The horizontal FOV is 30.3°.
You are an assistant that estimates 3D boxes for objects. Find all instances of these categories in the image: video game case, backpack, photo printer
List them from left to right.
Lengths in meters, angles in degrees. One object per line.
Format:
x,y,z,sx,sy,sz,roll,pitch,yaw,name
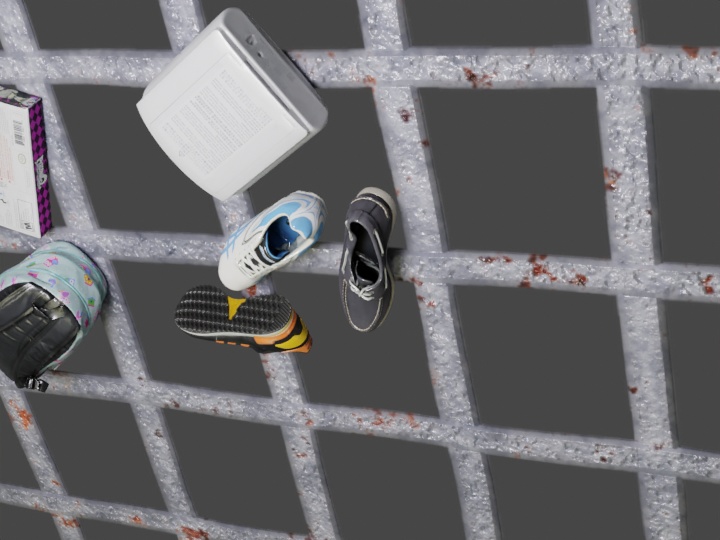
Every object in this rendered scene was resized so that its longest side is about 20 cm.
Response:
-0.489,-0.154,1.726,0.179,0.036,0.202,18,129,17,video game case
-0.436,0.052,1.788,0.167,0.127,0.199,41,132,-19,backpack
-0.152,-0.178,1.501,0.167,0.070,0.199,47,132,-10,photo printer

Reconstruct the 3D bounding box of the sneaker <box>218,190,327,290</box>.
-0.115,-0.028,1.590,0.072,0.073,0.200,44,133,-10,sneaker

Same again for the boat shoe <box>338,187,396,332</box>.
0.000,0.000,1.551,0.072,0.063,0.202,18,130,16,boat shoe

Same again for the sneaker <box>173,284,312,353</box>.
-0.149,0.074,1.685,0.198,0.070,0.090,4,148,38,sneaker
